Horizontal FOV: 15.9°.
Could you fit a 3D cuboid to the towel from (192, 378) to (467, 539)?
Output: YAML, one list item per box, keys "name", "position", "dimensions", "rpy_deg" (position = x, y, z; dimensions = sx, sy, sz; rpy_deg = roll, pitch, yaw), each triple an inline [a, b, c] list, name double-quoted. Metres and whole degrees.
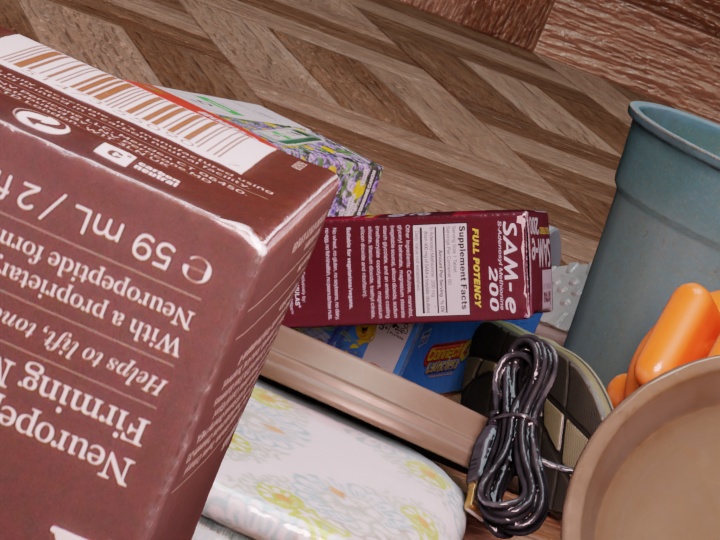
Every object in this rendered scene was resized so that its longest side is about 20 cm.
- name: "towel"
  position: [-0.052, 0.094, 1.161]
  dimensions: [0.200, 0.048, 0.171]
  rpy_deg: [24, 14, 5]

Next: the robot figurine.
- name: "robot figurine"
  position: [0.218, 0.087, 1.439]
  dimensions: [0.200, 0.144, 0.117]
  rpy_deg: [52, 23, -46]

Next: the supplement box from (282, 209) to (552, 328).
- name: "supplement box"
  position: [0.000, 0.000, 1.410]
  dimensions: [0.200, 0.061, 0.109]
  rpy_deg: [-2, 1, 10]

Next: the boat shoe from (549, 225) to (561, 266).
- name: "boat shoe"
  position: [0.088, -0.010, 1.839]
  dimensions: [0.066, 0.070, 0.200]
  rpy_deg: [10, 10, 19]

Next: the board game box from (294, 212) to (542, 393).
- name: "board game box"
  position: [-0.013, 0.007, 1.587]
  dimensions: [0.196, 0.056, 0.200]
  rpy_deg: [28, 13, 21]

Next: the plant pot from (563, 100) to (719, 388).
- name: "plant pot"
  position: [0.220, 0.022, 1.611]
  dimensions: [0.200, 0.196, 0.200]
  rpy_deg: [23, 12, -5]

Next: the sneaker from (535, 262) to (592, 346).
- name: "sneaker"
  position: [0.194, 0.051, 1.765]
  dimensions: [0.200, 0.081, 0.076]
  rpy_deg: [14, 48, 29]

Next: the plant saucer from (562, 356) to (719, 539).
- name: "plant saucer"
  position: [0.185, 0.132, 1.148]
  dimensions: [0.200, 0.200, 0.029]
  rpy_deg: [24, -28, 3]

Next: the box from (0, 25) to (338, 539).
- name: "box"
  position: [-0.127, 0.032, 0.911]
  dimensions: [0.166, 0.200, 0.164]
  rpy_deg: [23, 12, 3]

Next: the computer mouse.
- name: "computer mouse"
  position: [0.151, 0.100, 1.214]
  dimensions: [0.200, 0.044, 0.110]
  rpy_deg: [17, 47, 5]

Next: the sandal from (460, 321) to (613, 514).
- name: "sandal"
  position: [0.110, 0.077, 1.451]
  dimensions: [0.057, 0.080, 0.201]
  rpy_deg: [16, 13, -19]

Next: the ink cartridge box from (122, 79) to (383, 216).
- name: "ink cartridge box"
  position: [-0.088, -0.068, 1.507]
  dimensions: [0.109, 0.050, 0.200]
  rpy_deg: [28, 11, 33]

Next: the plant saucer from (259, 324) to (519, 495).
- name: "plant saucer"
  position: [-0.004, 0.062, 1.304]
  dimensions: [0.200, 0.030, 0.200]
  rpy_deg: [23, -4, 2]
